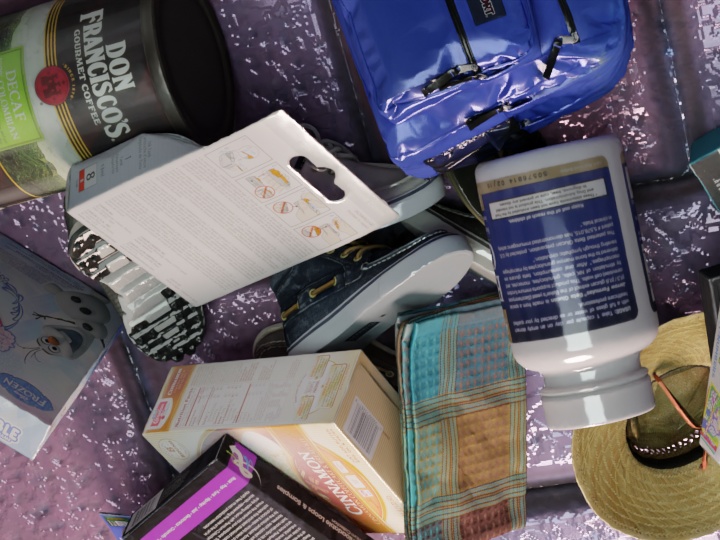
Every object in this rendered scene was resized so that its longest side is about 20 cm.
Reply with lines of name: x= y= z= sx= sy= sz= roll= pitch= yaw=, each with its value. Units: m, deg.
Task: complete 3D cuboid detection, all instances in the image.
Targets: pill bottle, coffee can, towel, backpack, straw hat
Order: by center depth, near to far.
backpack: x=0.094 y=-0.170 z=1.337 sx=0.199 sy=0.168 sz=0.164 roll=-21 pitch=84 yaw=8
pill bottle: x=0.155 y=0.009 z=1.368 sx=0.110 sy=0.111 sz=0.202 roll=-12 pitch=91 yaw=17
coffee can: x=-0.215 y=-0.138 z=1.447 sx=0.198 sy=0.147 sz=0.147 roll=-14 pitch=111 yaw=18
towel: x=0.085 y=0.122 z=1.490 sx=0.022 sy=0.146 sz=0.202 roll=7 pitch=104 yaw=45
straw hat: x=0.248 y=0.109 z=1.491 sx=0.199 sy=0.085 sz=0.203 roll=-5 pitch=110 yaw=-13

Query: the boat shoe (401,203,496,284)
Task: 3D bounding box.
boat shoe: x=0.130 y=-0.016 z=1.479 sx=0.199 sy=0.071 sz=0.064 roll=25 pitch=85 yaw=9

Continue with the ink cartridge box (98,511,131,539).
ink cartridge box: x=-0.124 y=0.256 z=1.630 sx=0.198 sy=0.042 sz=0.120 roll=8 pitch=156 yaw=10

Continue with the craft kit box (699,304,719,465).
craft kit box: x=0.363 y=0.045 z=1.401 sx=0.196 sy=0.049 sz=0.202 roll=0 pitch=108 yaw=-17

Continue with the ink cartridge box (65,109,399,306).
ink cartridge box: x=-0.096 y=-0.058 z=1.404 sx=0.199 sy=0.050 sz=0.162 roll=-24 pitch=140 yaw=24

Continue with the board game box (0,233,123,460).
board game box: x=-0.309 y=0.041 z=1.519 sx=0.199 sy=0.199 sz=0.044 roll=31 pitch=117 yaw=-3

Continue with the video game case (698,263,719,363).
video game case: x=0.359 y=0.069 z=1.444 sx=0.179 sy=0.026 sz=0.202 roll=-16 pitch=112 yaw=-8

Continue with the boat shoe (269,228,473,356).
boat shoe: x=0.000 y=0.000 z=1.477 sx=0.200 sy=0.071 sz=0.091 roll=-37 pitch=65 yaw=36

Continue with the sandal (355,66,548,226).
sandal: x=0.078 y=-0.109 z=1.449 sx=0.080 sy=0.057 sz=0.201 roll=-40 pitch=83 yaw=-6

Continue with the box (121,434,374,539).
box: x=-0.074 y=0.230 z=1.521 sx=0.200 sy=0.036 sz=0.143 roll=38 pitch=128 yaw=-15

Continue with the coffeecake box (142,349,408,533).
coffeecake box: x=-0.050 y=0.143 z=1.519 sx=0.199 sy=0.073 sz=0.154 roll=-7 pitch=137 yaw=37

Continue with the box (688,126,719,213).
box: x=0.350 y=-0.102 z=1.394 sx=0.199 sy=0.049 sz=0.083 roll=-29 pitch=105 yaw=22

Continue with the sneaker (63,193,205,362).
sneaker: x=-0.186 y=-0.004 z=1.537 sx=0.066 sy=0.091 sz=0.200 roll=-29 pitch=139 yaw=3

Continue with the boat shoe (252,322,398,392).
boat shoe: x=0.001 y=0.098 z=1.555 sx=0.198 sy=0.060 sz=0.072 roll=19 pitch=118 yaw=3

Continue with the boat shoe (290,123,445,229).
boat shoe: x=-0.034 y=-0.073 z=1.484 sx=0.200 sy=0.075 sz=0.087 roll=-9 pitch=110 yaw=26
